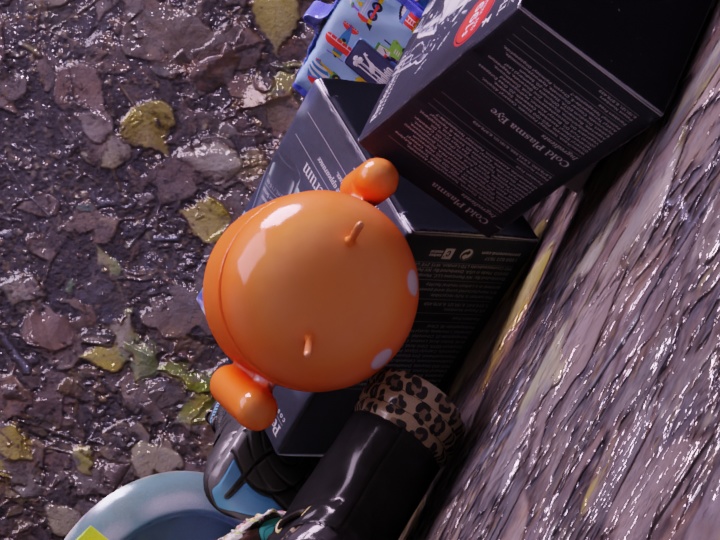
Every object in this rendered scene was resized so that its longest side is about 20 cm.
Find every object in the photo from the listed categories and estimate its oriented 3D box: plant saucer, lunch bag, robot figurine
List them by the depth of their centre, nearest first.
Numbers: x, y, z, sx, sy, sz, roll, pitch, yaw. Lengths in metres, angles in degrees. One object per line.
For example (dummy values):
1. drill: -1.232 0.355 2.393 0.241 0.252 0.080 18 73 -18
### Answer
1. robot figurine: -0.030 0.014 1.426 0.143 0.117 0.200 -24 2 -9
2. plant saucer: -0.138 0.244 1.786 0.027 0.200 0.201 24 84 54
3. lunch bag: 0.049 -0.159 1.914 0.094 0.200 0.151 -63 4 -40

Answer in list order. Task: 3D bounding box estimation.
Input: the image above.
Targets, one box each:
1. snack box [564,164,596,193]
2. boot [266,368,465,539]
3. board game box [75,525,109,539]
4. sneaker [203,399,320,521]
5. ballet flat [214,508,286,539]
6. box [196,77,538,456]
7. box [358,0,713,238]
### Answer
1. snack box: 0.143 -0.104 1.555 0.072 0.024 0.200 -59 4 14
2. boot: -0.007 0.141 1.430 0.151 0.073 0.200 -57 -6 -14
3. board game box: -0.180 0.264 1.604 0.048 0.101 0.200 -46 -9 -47
4. sneaker: -0.069 0.117 1.677 0.082 0.073 0.200 -13 16 24
5. ballet flat: -0.085 0.189 1.538 0.200 0.064 0.076 -6 -86 -58
6. box: 0.000 0.000 1.606 0.200 0.107 0.149 -60 44 32
7. box: 0.114 -0.150 1.417 0.182 0.104 0.200 -38 21 54
